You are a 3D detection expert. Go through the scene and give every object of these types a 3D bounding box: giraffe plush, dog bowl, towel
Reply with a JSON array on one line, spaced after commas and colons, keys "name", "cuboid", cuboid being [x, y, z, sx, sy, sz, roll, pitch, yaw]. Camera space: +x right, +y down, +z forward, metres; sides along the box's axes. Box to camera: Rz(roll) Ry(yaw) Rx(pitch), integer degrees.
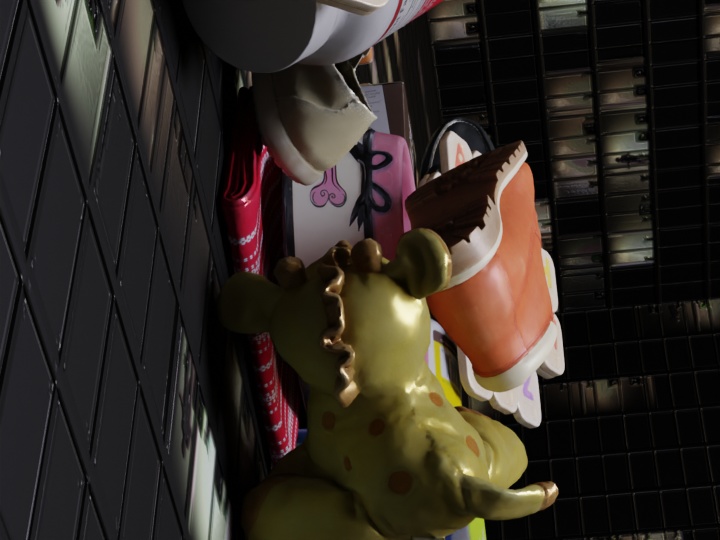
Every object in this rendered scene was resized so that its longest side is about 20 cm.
[{"name": "giraffe plush", "cuboid": [0.001, 0.063, 1.062, 0.200, 0.171, 0.163, -172, -116, -78]}, {"name": "dog bowl", "cuboid": [0.000, 0.000, 1.268, 0.200, 0.073, 0.202, -4, 90, -84]}, {"name": "towel", "cuboid": [-0.054, 0.004, 1.197, 0.145, 0.022, 0.201, -86, 169, -56]}]

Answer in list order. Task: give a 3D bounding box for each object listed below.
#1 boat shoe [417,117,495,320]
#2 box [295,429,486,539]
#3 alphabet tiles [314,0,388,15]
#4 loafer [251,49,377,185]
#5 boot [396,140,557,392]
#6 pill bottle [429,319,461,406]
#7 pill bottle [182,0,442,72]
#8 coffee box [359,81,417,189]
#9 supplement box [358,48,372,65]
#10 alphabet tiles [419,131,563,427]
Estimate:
[{"name": "boat shoe", "cuboid": [0.079, -0.047, 1.530, 0.066, 0.074, 0.200, 100, -1, -56]}, {"name": "box", "cuboid": [0.020, 0.196, 1.243, 0.048, 0.121, 0.201, -64, 149, -63]}, {"name": "alphabet tiles", "cuboid": [-0.033, -0.226, 0.997, 0.015, 0.195, 0.201, -29, -123, 46]}, {"name": "loafer", "cuboid": [-0.031, -0.145, 1.183, 0.076, 0.068, 0.201, 41, 33, -59]}, {"name": "boot", "cuboid": [0.077, -0.005, 1.182, 0.108, 0.075, 0.200, 59, 22, -17]}, {"name": "pill bottle", "cuboid": [0.018, 0.135, 1.358, 0.110, 0.108, 0.201, 77, 10, -55]}, {"name": "pill bottle", "cuboid": [-0.009, -0.179, 1.086, 0.200, 0.112, 0.113, -38, 128, -50]}, {"name": "coffee box", "cuboid": [0.003, -0.032, 1.525, 0.115, 0.079, 0.201, 79, 7, -54]}, {"name": "supplement box", "cuboid": [-0.035, -0.216, 1.381, 0.200, 0.068, 0.067, 70, 15, -64]}, {"name": "alphabet tiles", "cuboid": [0.097, 0.007, 1.436, 0.200, 0.015, 0.197, 31, 49, -54]}]
